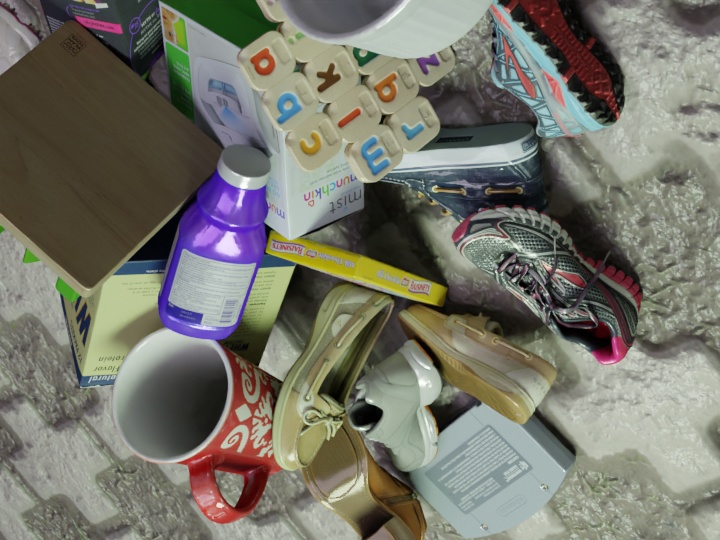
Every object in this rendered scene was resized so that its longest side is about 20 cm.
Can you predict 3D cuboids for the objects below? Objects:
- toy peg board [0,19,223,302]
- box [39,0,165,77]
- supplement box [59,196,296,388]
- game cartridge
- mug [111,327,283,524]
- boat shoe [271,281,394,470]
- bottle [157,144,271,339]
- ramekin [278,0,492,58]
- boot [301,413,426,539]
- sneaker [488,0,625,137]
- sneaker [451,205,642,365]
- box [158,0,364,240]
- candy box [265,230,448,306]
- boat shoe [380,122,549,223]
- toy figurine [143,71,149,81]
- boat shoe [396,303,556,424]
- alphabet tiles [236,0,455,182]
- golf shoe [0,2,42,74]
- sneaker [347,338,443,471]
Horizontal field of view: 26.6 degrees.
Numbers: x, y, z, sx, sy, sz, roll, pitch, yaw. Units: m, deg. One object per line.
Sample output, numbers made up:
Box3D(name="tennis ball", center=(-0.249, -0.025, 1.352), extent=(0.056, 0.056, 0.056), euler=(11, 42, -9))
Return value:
Box3D(name="toy peg board", center=(-0.267, -0.090, 1.407), extent=(0.200, 0.199, 0.098), euler=(41, 148, 2))
Box3D(name="box", center=(-0.236, -0.299, 1.424), extent=(0.106, 0.122, 0.201), euler=(22, 146, 23))
Box3D(name="supplement box", center=(-0.193, 0.003, 1.571), extent=(0.200, 0.199, 0.135), euler=(112, 147, -45))
Box3D(name="game cartridge", center=(0.137, 0.210, 1.620), extent=(0.133, 0.040, 0.200), euler=(48, 138, 2))
Box3D(name="mug", center=(-0.149, 0.163, 1.539), extent=(0.133, 0.179, 0.200), euler=(6, 168, 24))
Box3D(name="boat shoe", center=(-0.028, 0.111, 1.542), extent=(0.063, 0.201, 0.073), euler=(16, 165, 32))
Box3D(name="bottle", center=(-0.130, -0.025, 1.402), extent=(0.083, 0.065, 0.201), euler=(10, 130, -13))
Box3D(name="ramekin", center=(0.029, -0.268, 1.224), extent=(0.200, 0.097, 0.202), euler=(-13, 71, 42))
Box3D(name="boot", center=(0.010, 0.223, 1.636), extent=(0.077, 0.155, 0.200), euler=(-34, 85, 14))
Box3D(name="sneaker", center=(0.132, -0.191, 1.281), extent=(0.095, 0.079, 0.200), euler=(-22, 107, 47))
Box3D(name="sneaker", center=(0.171, 0.010, 1.364), extent=(0.199, 0.075, 0.081), euler=(29, 140, -15))
Box3D(name="box", center=(-0.090, -0.156, 1.426), extent=(0.200, 0.096, 0.177), euler=(36, 138, 41))
Box3D(name="candy box", center=(0.000, 0.000, 1.471), extent=(0.102, 0.200, 0.027), euler=(13, 87, 29))
Box3D(name="boat shoe", center=(0.079, -0.081, 1.411), extent=(0.199, 0.071, 0.091), euler=(1, 118, 35))
Box3D(name="toy figurine", center=(-0.312, -0.147, 1.583), extent=(0.150, 0.184, 0.200), euler=(33, 136, 13))
Box3D(name="boat shoe", center=(0.117, 0.080, 1.509), extent=(0.200, 0.069, 0.074), euler=(35, 161, 43))
Box3D(name="alphabet tiles", center=(-0.010, -0.182, 1.318), extent=(0.015, 0.195, 0.201), euler=(-3, 121, 57))
Box3D(name="golf shoe", center=(-0.333, -0.187, 1.483), extent=(0.200, 0.092, 0.075), euler=(44, 166, 4))
Box3D(name="sneaker", center=(0.027, 0.150, 1.570), extent=(0.076, 0.092, 0.200), euler=(54, 159, 34))
